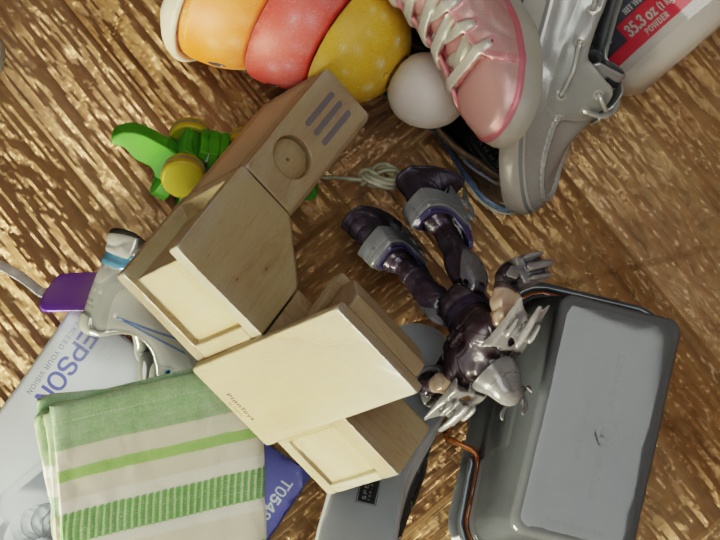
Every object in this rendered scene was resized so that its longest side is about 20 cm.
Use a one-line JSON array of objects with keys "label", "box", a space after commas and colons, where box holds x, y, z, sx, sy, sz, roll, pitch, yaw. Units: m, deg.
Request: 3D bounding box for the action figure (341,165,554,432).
[{"label": "action figure", "box": [0.066, 0.018, 1.414, 0.130, 0.069, 0.200, -45, 49, 21]}]

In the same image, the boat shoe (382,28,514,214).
[{"label": "boat shoe", "box": [0.062, -0.129, 1.483, 0.072, 0.072, 0.200, -42, 89, -9]}]

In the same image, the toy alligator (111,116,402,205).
[{"label": "toy alligator", "box": [-0.073, -0.059, 1.475, 0.199, 0.059, 0.054, 10, 125, -7]}]

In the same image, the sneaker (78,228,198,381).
[{"label": "sneaker", "box": [-0.101, 0.053, 1.430, 0.200, 0.075, 0.087, 31, 85, -23]}]

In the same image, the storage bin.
[{"label": "storage bin", "box": [0.134, 0.102, 1.432, 0.145, 0.134, 0.200, 14, 81, -4]}]

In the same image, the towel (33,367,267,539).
[{"label": "towel", "box": [-0.131, 0.163, 1.398, 0.152, 0.023, 0.201, -10, 108, -25]}]

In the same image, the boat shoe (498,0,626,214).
[{"label": "boat shoe", "box": [0.138, -0.130, 1.399, 0.068, 0.072, 0.201, 14, 98, 19]}]

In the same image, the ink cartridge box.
[{"label": "ink cartridge box", "box": [-0.165, 0.158, 1.443, 0.200, 0.041, 0.200, 34, 81, -1]}]

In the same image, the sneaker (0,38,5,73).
[{"label": "sneaker", "box": [-0.303, -0.093, 1.427, 0.075, 0.090, 0.200, 18, 76, 10]}]

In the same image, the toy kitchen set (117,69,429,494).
[{"label": "toy kitchen set", "box": [0.000, 0.000, 1.352, 0.200, 0.163, 0.181, 47, 55, -15]}]

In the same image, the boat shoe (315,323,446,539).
[{"label": "boat shoe", "box": [0.014, 0.133, 1.449, 0.070, 0.066, 0.200, 14, 64, 1]}]

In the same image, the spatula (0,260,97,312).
[{"label": "spatula", "box": [-0.247, -0.001, 1.455, 0.199, 0.057, 0.021, 13, 118, 3]}]

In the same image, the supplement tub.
[{"label": "supplement tub", "box": [0.168, -0.232, 1.471, 0.140, 0.140, 0.200, -41, 89, -8]}]

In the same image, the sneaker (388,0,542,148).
[{"label": "sneaker", "box": [0.047, -0.168, 1.368, 0.104, 0.075, 0.201, 9, 56, -27]}]

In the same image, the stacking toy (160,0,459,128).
[{"label": "stacking toy", "box": [-0.018, -0.156, 1.424, 0.200, 0.146, 0.146, 35, 81, 13]}]
